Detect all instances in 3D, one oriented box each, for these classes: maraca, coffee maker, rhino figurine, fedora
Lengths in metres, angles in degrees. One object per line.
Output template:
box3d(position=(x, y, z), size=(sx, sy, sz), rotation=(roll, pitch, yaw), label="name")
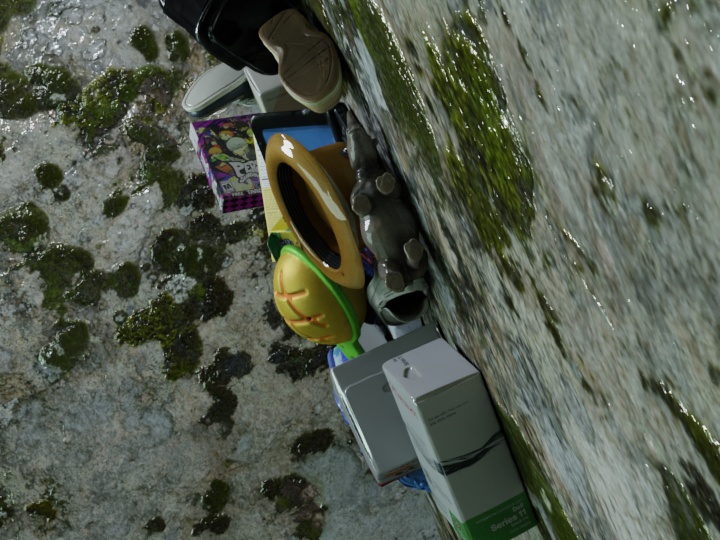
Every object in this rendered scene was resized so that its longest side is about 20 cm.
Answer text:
box3d(position=(-0.045, 0.042, 1.618), size=(0.137, 0.107, 0.200), rotation=(41, 161, 35), label="maraca")
box3d(position=(-0.181, -0.331, 1.626), size=(0.200, 0.191, 0.136), rotation=(-136, 54, -60), label="coffee maker")
box3d(position=(0.019, -0.073, 1.354), size=(0.087, 0.059, 0.201), rotation=(32, -143, -83), label="rhino figurine")
box3d(position=(-0.029, -0.077, 1.459), size=(0.201, 0.082, 0.201), rotation=(48, 159, 25), label="fedora")

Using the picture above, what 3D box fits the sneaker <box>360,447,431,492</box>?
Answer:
box3d(position=(0.090, 0.278, 1.758), size=(0.199, 0.078, 0.066), rotation=(33, 146, 14), label="sneaker")

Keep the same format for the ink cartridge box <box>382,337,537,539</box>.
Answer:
box3d(position=(0.109, 0.192, 1.458), size=(0.147, 0.083, 0.201), rotation=(-137, 23, -70), label="ink cartridge box")

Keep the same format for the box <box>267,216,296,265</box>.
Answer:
box3d(position=(-0.062, -0.051, 1.850), size=(0.200, 0.048, 0.118), rotation=(-55, -46, -43), label="box")

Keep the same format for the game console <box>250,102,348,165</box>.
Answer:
box3d(position=(-0.035, -0.090, 1.576), size=(0.176, 0.116, 0.201), rotation=(-118, 6, -52), label="game console")

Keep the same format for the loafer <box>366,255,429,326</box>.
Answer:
box3d(position=(0.046, 0.031, 1.520), size=(0.200, 0.069, 0.070), rotation=(80, 173, -69), label="loafer")

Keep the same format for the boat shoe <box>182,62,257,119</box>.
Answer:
box3d(position=(-0.155, -0.257, 1.743), size=(0.075, 0.200, 0.062), rotation=(19, 143, 36), label="boat shoe")

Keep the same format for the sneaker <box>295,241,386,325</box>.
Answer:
box3d(position=(0.000, 0.000, 1.688), size=(0.200, 0.078, 0.076), rotation=(40, 136, 37), label="sneaker")

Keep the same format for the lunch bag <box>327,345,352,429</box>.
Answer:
box3d(position=(0.022, 0.187, 1.909), size=(0.161, 0.082, 0.200), rotation=(52, -171, -25), label="lunch bag")

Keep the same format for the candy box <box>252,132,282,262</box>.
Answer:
box3d(position=(-0.092, -0.121, 1.903), size=(0.116, 0.056, 0.201), rotation=(-21, -74, -58), label="candy box")

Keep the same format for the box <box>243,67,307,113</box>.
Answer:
box3d(position=(-0.075, -0.190, 1.723), size=(0.078, 0.095, 0.201), rotation=(-119, 6, -48), label="box")

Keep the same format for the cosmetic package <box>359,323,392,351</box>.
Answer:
box3d(position=(0.026, 0.102, 1.848), size=(0.200, 0.052, 0.151), rotation=(54, -172, -1), label="cosmetic package")

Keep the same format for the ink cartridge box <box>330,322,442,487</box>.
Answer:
box3d(position=(0.056, 0.173, 1.643), size=(0.200, 0.145, 0.145), rotation=(81, 164, -76), label="ink cartridge box")

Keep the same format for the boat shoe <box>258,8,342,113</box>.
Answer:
box3d(position=(-0.055, -0.228, 1.464), size=(0.066, 0.074, 0.200), rotation=(53, -173, -39), label="boat shoe")

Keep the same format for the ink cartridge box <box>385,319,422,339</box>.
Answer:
box3d(position=(0.027, 0.000, 1.757), size=(0.200, 0.050, 0.163), rotation=(67, 177, -50), label="ink cartridge box")

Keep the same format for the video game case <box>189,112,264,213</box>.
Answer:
box3d(position=(-0.146, -0.175, 2.019), size=(0.036, 0.199, 0.182), rotation=(100, 152, -46), label="video game case")
